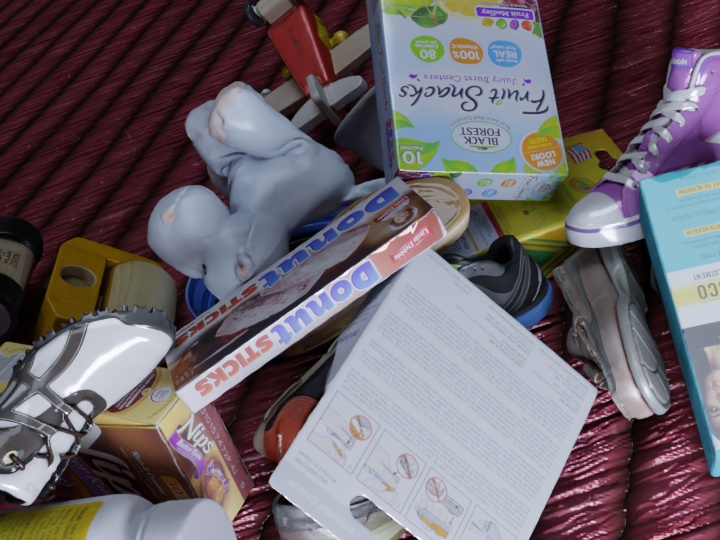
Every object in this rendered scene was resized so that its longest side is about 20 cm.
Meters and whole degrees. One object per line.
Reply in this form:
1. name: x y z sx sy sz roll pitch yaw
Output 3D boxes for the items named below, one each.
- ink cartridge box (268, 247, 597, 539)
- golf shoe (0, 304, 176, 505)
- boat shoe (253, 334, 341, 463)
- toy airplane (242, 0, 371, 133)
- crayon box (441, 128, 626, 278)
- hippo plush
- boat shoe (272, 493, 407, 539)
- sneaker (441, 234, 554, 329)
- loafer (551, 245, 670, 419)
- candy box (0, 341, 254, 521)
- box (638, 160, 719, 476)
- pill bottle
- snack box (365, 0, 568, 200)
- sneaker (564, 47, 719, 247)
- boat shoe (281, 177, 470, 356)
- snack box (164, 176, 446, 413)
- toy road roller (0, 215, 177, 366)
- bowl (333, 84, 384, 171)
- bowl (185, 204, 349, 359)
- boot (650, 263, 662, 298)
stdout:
1. ink cartridge box: 0.045 0.103 0.655 0.200 0.162 0.057 -55 9 -30
2. golf shoe: -0.198 0.099 0.663 0.200 0.078 0.095 -30 56 0
3. boat shoe: 0.002 0.075 0.787 0.062 0.071 0.200 4 39 44
4. toy airplane: -0.044 -0.228 1.192 0.199 0.141 0.200 14 84 28
5. crayon box: 0.140 -0.046 0.899 0.199 0.051 0.127 -19 34 2
6. hippo plush: -0.092 -0.039 0.893 0.200 0.159 0.161 31 69 -1
7. boat shoe: 0.030 0.127 0.700 0.200 0.065 0.073 -35 35 -23
8. sneaker: 0.065 0.034 0.768 0.199 0.083 0.071 -33 8 -39
9. loafer: 0.176 0.044 0.753 0.063 0.072 0.200 -26 24 20
10. candy box: -0.187 0.122 0.771 0.199 0.117 0.057 3 40 31
11. box: 0.244 0.025 0.681 0.082 0.049 0.201 -13 59 10
12. pill bottle: -0.183 0.203 0.659 0.199 0.115 0.114 -10 35 14
13. snack box: 0.085 -0.157 0.867 0.142 0.053 0.201 0 66 -11
14. sneaker: 0.227 -0.103 0.787 0.200 0.115 0.073 -30 23 -13
15. boat shoe: 0.000 0.000 0.816 0.200 0.069 0.074 -30 56 4
16. snack box: -0.040 0.013 0.688 0.200 0.024 0.072 -35 28 -2
17. toy road roller: -0.274 0.055 0.933 0.199 0.146 0.123 16 31 -15
18. bowl: 0.079 -0.154 1.009 0.201 0.090 0.201 -38 -5 -4
19. bowl: -0.057 0.004 0.938 0.200 0.039 0.201 -13 34 9
20. boot: 0.277 -0.039 0.822 0.199 0.070 0.132 -25 27 -20
